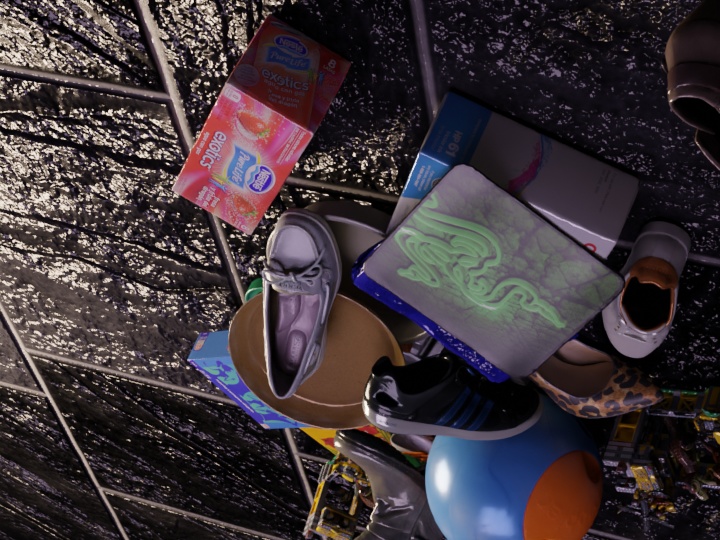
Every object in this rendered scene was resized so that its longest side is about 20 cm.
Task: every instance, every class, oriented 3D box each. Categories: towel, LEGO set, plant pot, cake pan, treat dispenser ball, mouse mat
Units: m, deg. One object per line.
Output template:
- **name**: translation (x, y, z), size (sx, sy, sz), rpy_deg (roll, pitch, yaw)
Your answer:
- **towel**: translation (0.096, 0.031, 1.431), size (0.200, 0.050, 0.148), rpy_deg (33, 150, -11)
- **LEGO set**: translation (0.344, 0.218, 1.583), size (0.153, 0.116, 0.200), rpy_deg (8, 144, 25)
- **plant pot**: translation (-0.044, 0.089, 1.589), size (0.199, 0.028, 0.201), rpy_deg (9, 129, 12)
- **cake pan**: translation (0.000, 0.000, 1.535), size (0.199, 0.037, 0.201), rpy_deg (18, 145, 13)
- **treat dispenser ball**: translation (0.172, 0.234, 1.663), size (0.200, 0.201, 0.201), rpy_deg (18, 145, 13)
- **mouse mat**: translation (0.122, 0.005, 1.361), size (0.200, 0.008, 0.161), rpy_deg (35, 124, -12)
- **LEGO set**: translation (0.022, 0.306, 1.844), size (0.199, 0.116, 0.154), rpy_deg (29, 148, -18)

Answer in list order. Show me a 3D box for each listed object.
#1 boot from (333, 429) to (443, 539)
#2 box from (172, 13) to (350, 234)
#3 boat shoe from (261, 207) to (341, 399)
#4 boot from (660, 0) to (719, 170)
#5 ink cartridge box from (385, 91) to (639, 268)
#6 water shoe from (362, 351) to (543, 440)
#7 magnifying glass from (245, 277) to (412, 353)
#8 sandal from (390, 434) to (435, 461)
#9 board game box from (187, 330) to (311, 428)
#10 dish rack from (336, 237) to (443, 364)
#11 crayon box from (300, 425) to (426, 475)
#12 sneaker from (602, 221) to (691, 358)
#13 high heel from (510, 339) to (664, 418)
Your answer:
- **boot**: translation (0.027, 0.280, 1.743), size (0.200, 0.131, 0.068), rpy_deg (33, -177, -20)
- **box**: translation (-0.098, -0.138, 1.434), size (0.094, 0.103, 0.200), rpy_deg (30, 145, -6)
- **boat shoe**: translation (-0.065, 0.034, 1.492), size (0.074, 0.065, 0.203), rpy_deg (14, 122, 9)
- **boot**: translation (0.312, -0.125, 1.134), size (0.200, 0.147, 0.070), rpy_deg (34, 144, -13)
- **ink cartridge box**: translation (0.141, -0.059, 1.393), size (0.199, 0.085, 0.145), rpy_deg (24, 147, 1)
- **water shoe**: translation (0.103, 0.128, 1.541), size (0.199, 0.072, 0.079), rpy_deg (-1, 124, -16)
- **magnifying glass**: translation (-0.037, 0.055, 1.646), size (0.199, 0.022, 0.080), rpy_deg (14, 144, 17)
- **sandal**: translation (0.117, 0.210, 1.805), size (0.079, 0.060, 0.206), rpy_deg (-2, 159, 44)
- **board game box**: translation (-0.083, 0.125, 1.728), size (0.199, 0.045, 0.152), rpy_deg (-9, 136, 43)
- **dish rack**: translation (0.023, 0.032, 1.633), size (0.171, 0.044, 0.200), rpy_deg (27, 146, 0)
- **crayon box**: translation (-0.015, 0.181, 1.851), size (0.200, 0.051, 0.127), rpy_deg (39, 145, -17)
- **sneaker**: translation (0.269, 0.041, 1.445), size (0.072, 0.085, 0.200), rpy_deg (16, 147, 12)
- **high heel**: translation (0.212, 0.089, 1.553), size (0.199, 0.072, 0.143), rpy_deg (10, 150, 37)
